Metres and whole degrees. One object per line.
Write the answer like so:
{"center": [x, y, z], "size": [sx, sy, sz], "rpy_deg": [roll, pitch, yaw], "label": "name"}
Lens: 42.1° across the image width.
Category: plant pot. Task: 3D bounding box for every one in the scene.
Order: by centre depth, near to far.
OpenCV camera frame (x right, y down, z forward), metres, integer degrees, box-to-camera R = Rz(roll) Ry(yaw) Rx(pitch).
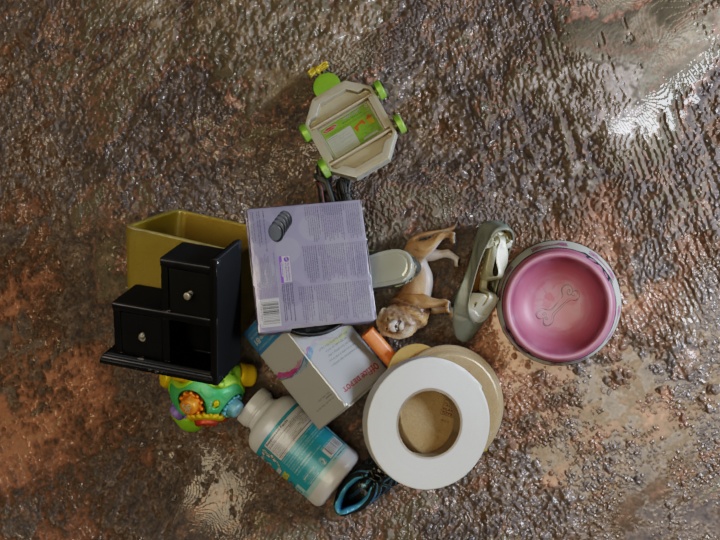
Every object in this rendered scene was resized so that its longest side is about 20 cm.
{"center": [-0.267, 0.027, 1.539], "size": [0.192, 0.195, 0.202], "rpy_deg": [13, 105, 11], "label": "plant pot"}

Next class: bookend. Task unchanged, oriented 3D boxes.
{"center": [-0.285, 0.048, 1.402], "size": [0.196, 0.092, 0.202], "rpy_deg": [10, 112, 13], "label": "bookend"}

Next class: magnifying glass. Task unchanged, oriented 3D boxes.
{"center": [0.075, 0.173, 1.519], "size": [0.080, 0.022, 0.200], "rpy_deg": [-43, 100, -14], "label": "magnifying glass"}

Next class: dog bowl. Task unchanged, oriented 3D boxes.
{"center": [0.310, 0.053, 1.468], "size": [0.198, 0.074, 0.203], "rpy_deg": [1, 93, 12], "label": "dog bowl"}

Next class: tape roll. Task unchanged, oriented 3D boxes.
{"center": [0.102, 0.234, 1.444], "size": [0.200, 0.037, 0.206], "rpy_deg": [0, 89, -12], "label": "tape roll"}

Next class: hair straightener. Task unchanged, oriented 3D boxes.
{"center": [-0.030, -0.101, 1.558], "size": [0.076, 0.041, 0.203], "rpy_deg": [-10, 85, 8], "label": "hair straightener"}

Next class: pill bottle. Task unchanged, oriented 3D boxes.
{"center": [-0.108, 0.285, 1.546], "size": [0.199, 0.111, 0.111], "rpy_deg": [40, 99, 9], "label": "pill bottle"}

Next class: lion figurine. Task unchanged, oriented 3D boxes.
{"center": [0.095, 0.014, 1.523], "size": [0.121, 0.072, 0.203], "rpy_deg": [5, 79, 20], "label": "lion figurine"}

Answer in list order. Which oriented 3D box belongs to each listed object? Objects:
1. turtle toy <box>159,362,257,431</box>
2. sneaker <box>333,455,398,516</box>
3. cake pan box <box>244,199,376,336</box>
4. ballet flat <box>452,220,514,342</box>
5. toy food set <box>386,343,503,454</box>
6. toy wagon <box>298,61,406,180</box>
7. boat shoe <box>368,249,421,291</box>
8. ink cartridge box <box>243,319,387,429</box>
{"center": [-0.261, 0.210, 1.553], "size": [0.144, 0.200, 0.102], "rpy_deg": [7, 72, -24], "label": "turtle toy"}
{"center": [0.035, 0.333, 1.532], "size": [0.073, 0.082, 0.200], "rpy_deg": [44, 99, 9], "label": "sneaker"}
{"center": [-0.077, -0.002, 1.427], "size": [0.182, 0.052, 0.203], "rpy_deg": [-7, 82, -7], "label": "cake pan box"}
{"center": [0.196, 0.020, 1.488], "size": [0.063, 0.067, 0.202], "rpy_deg": [18, 95, 55], "label": "ballet flat"}
{"center": [0.133, 0.218, 1.494], "size": [0.197, 0.049, 0.201], "rpy_deg": [3, 89, -13], "label": "toy food set"}
{"center": [-0.024, -0.250, 1.536], "size": [0.154, 0.040, 0.201], "rpy_deg": [-29, 76, 2], "label": "toy wagon"}
{"center": [0.000, 0.003, 1.500], "size": [0.200, 0.060, 0.073], "rpy_deg": [-5, 85, 25], "label": "boat shoe"}
{"center": [-0.069, 0.134, 1.506], "size": [0.200, 0.144, 0.085], "rpy_deg": [50, 124, 7], "label": "ink cartridge box"}
